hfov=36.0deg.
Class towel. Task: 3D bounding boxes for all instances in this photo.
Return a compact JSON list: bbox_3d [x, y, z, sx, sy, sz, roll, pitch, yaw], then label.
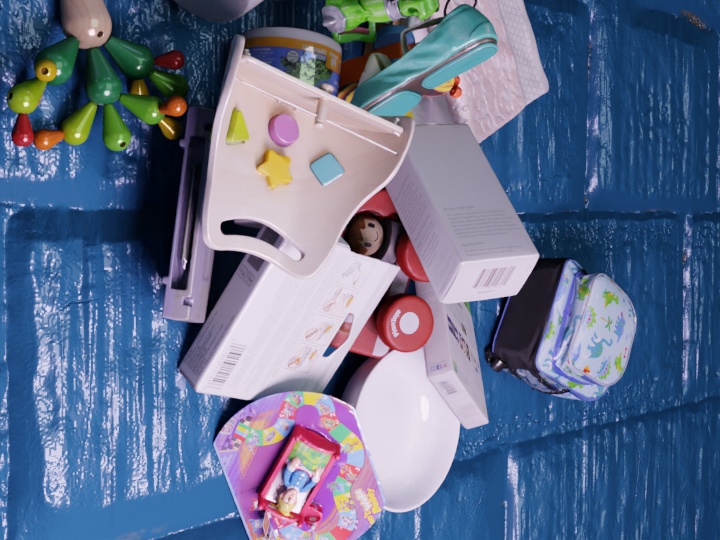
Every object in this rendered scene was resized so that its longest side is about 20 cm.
[{"bbox_3d":[0.154,-0.275,1.358,0.191,0.032,0.201,-37,116,-41],"label":"towel"}]

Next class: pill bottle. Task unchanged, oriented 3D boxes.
[{"bbox_3d":[-0.082,-0.145,1.167,0.112,0.112,0.201,8,85,-47],"label":"pill bottle"}]

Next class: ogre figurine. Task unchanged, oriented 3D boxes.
[{"bbox_3d":[0.020,-0.289,1.155,0.098,0.120,0.200,70,11,-46],"label":"ogre figurine"}]

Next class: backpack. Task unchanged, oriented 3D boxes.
[{"bbox_3d":[0.301,0.092,1.570,0.200,0.147,0.184,33,70,-46],"label":"backpack"}]

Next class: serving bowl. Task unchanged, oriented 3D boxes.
[{"bbox_3d":[0.036,0.186,1.345,0.200,0.066,0.201,-4,96,-47],"label":"serving bowl"}]

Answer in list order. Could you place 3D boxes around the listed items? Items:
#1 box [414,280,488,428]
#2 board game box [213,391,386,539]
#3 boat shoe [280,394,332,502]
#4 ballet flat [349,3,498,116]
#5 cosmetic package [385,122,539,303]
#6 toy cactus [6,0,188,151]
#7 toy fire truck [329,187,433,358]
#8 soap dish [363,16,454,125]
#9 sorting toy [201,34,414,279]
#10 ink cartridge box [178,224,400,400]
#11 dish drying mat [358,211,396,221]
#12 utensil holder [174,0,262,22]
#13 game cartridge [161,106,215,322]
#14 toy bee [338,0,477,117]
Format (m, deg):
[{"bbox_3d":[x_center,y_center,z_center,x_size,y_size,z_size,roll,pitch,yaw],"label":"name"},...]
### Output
[{"bbox_3d":[0.108,0.073,1.355,0.144,0.036,0.200,55,25,-50],"label":"box"},{"bbox_3d":[-0.063,0.228,1.182,0.039,0.158,0.201,-97,170,-71],"label":"board game box"},{"bbox_3d":[-0.056,0.234,1.250,0.068,0.075,0.201,-10,113,-15],"label":"boat shoe"},{"bbox_3d":[0.049,-0.207,1.143,0.067,0.200,0.071,10,53,-61],"label":"ballet flat"},{"bbox_3d":[0.103,-0.066,1.215,0.101,0.074,0.200,-4,52,-26],"label":"cosmetic package"},{"bbox_3d":[-0.242,-0.192,1.019,0.200,0.102,0.166,-16,94,-37],"label":"toy cactus"},{"bbox_3d":[0.000,0.000,1.267,0.168,0.112,0.201,15,90,-28],"label":"toy fire truck"},{"bbox_3d":[0.064,-0.209,1.345,0.157,0.081,0.201,19,78,-46],"label":"soap dish"},{"bbox_3d":[-0.074,-0.092,1.042,0.200,0.107,0.181,21,78,-30],"label":"sorting toy"},{"bbox_3d":[-0.072,0.048,1.171,0.173,0.044,0.200,17,110,-48],"label":"ink cartridge box"},{"bbox_3d":[0.004,-0.079,1.334,0.200,0.018,0.077,31,71,-43],"label":"dish drying mat"},{"bbox_3d":[-0.105,-0.364,1.093,0.200,0.170,0.170,-47,124,-33],"label":"utensil holder"},{"bbox_3d":[-0.162,-0.049,1.090,0.038,0.130,0.201,7,86,-4],"label":"game cartridge"},{"bbox_3d":[0.059,-0.212,1.221,0.109,0.200,0.131,37,60,-45],"label":"toy bee"}]
